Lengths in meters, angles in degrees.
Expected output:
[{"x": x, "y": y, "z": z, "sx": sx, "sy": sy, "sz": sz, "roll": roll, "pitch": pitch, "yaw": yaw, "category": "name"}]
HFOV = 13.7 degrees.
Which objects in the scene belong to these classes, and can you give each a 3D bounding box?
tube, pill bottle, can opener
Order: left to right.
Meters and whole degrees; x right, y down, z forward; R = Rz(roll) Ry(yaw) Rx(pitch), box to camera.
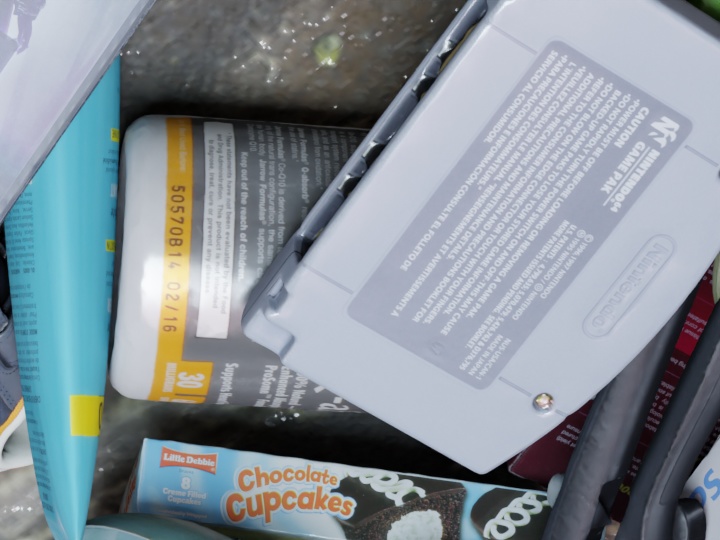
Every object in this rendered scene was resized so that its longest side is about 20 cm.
[{"x": -0.119, "y": 0.013, "z": 1.182, "sx": 0.050, "sy": 0.077, "sz": 0.201, "roll": -1, "pitch": 89, "yaw": -6, "category": "tube"}, {"x": 0.000, "y": 0.000, "z": 1.209, "sx": 0.199, "sy": 0.117, "sz": 0.117, "roll": 4, "pitch": 125, "yaw": -7, "category": "pill bottle"}, {"x": 0.110, "y": 0.074, "z": 1.190, "sx": 0.063, "sy": 0.079, "sz": 0.201, "roll": 21, "pitch": 116, "yaw": 17, "category": "can opener"}]

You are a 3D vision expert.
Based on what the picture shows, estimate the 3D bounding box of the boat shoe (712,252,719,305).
[{"x": 0.205, "y": -0.045, "z": 1.154, "sx": 0.072, "sy": 0.065, "sz": 0.200, "roll": 26, "pitch": 110, "yaw": -21, "category": "boat shoe"}]

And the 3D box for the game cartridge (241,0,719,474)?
[{"x": 0.063, "y": -0.022, "z": 1.116, "sx": 0.133, "sy": 0.041, "sz": 0.200, "roll": 32, "pitch": 113, "yaw": -15, "category": "game cartridge"}]

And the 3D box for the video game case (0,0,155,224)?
[{"x": -0.155, "y": -0.114, "z": 1.123, "sx": 0.143, "sy": 0.019, "sz": 0.200, "roll": 34, "pitch": 95, "yaw": -19, "category": "video game case"}]

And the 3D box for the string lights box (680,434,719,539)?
[{"x": 0.224, "y": 0.110, "z": 1.288, "sx": 0.199, "sy": 0.059, "sz": 0.103, "roll": -1, "pitch": 136, "yaw": -35, "category": "string lights box"}]

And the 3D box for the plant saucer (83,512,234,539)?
[{"x": -0.041, "y": 0.165, "z": 1.239, "sx": 0.200, "sy": 0.027, "sz": 0.200, "roll": 31, "pitch": 154, "yaw": 17, "category": "plant saucer"}]

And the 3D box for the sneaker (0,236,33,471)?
[{"x": -0.167, "y": 0.007, "z": 1.226, "sx": 0.079, "sy": 0.079, "sz": 0.200, "roll": 0, "pitch": 136, "yaw": 1, "category": "sneaker"}]

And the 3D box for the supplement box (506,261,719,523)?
[{"x": 0.158, "y": 0.022, "z": 1.269, "sx": 0.109, "sy": 0.061, "sz": 0.200, "roll": 27, "pitch": 119, "yaw": -21, "category": "supplement box"}]

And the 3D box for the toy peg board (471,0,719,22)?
[{"x": 0.121, "y": -0.178, "z": 1.102, "sx": 0.199, "sy": 0.098, "sz": 0.200, "roll": 8, "pitch": 125, "yaw": -10, "category": "toy peg board"}]

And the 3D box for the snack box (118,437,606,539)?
[{"x": -0.004, "y": 0.116, "z": 1.299, "sx": 0.199, "sy": 0.037, "sz": 0.116, "roll": 8, "pitch": 160, "yaw": -8, "category": "snack box"}]
